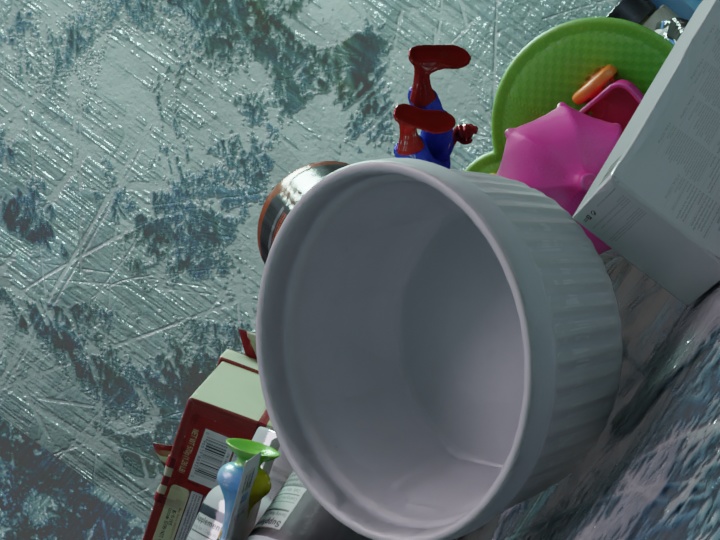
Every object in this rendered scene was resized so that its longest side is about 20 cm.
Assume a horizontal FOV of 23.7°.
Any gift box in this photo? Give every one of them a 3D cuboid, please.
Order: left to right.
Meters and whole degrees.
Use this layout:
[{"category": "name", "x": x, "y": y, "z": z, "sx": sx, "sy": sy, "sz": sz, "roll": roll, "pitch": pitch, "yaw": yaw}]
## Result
[{"category": "gift box", "x": -0.091, "y": 0.171, "z": 1.498, "sx": 0.187, "sy": 0.199, "sz": 0.185, "roll": -49, "pitch": -17, "yaw": -77}]

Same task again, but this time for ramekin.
[{"category": "ramekin", "x": 0.047, "y": 0.039, "z": 0.921, "sx": 0.105, "sy": 0.201, "sz": 0.200, "roll": -6, "pitch": -37, "yaw": -46}]

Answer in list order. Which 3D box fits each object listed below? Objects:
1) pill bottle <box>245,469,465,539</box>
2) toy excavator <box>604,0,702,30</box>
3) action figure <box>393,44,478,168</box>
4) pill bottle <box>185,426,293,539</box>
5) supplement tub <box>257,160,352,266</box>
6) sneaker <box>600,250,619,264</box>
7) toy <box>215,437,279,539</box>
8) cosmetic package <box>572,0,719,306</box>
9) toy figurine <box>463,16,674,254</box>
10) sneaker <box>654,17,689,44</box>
[{"category": "pill bottle", "x": -0.004, "y": 0.169, "z": 1.064, "sx": 0.200, "sy": 0.116, "sz": 0.116, "roll": -55, "pitch": 2, "yaw": -24}, {"category": "toy excavator", "x": 0.280, "y": -0.214, "z": 1.451, "sx": 0.195, "sy": 0.100, "sz": 0.200, "roll": -51, "pitch": -6, "yaw": 39}, {"category": "action figure", "x": 0.045, "y": -0.059, "z": 1.018, "sx": 0.200, "sy": 0.051, "sz": 0.066, "roll": 91, "pitch": -173, "yaw": -68}, {"category": "pill bottle", "x": -0.079, "y": 0.228, "z": 1.300, "sx": 0.201, "sy": 0.119, "sz": 0.120, "roll": -65, "pitch": 3, "yaw": -9}, {"category": "supplement tub", "x": 0.000, "y": 0.000, "z": 1.177, "sx": 0.107, "sy": 0.107, "sz": 0.200, "roll": -54, "pitch": 25, "yaw": 6}, {"category": "sneaker", "x": 0.154, "y": -0.028, "z": 1.227, "sx": 0.074, "sy": 0.100, "sz": 0.201, "roll": -10, "pitch": -42, "yaw": -20}, {"category": "toy", "x": -0.103, "y": 0.201, "z": 1.095, "sx": 0.115, "sy": 0.047, "sz": 0.201, "roll": -23, "pitch": -47, "yaw": -81}, {"category": "cosmetic package", "x": 0.198, "y": -0.080, "z": 0.959, "sx": 0.200, "sy": 0.082, "sz": 0.051, "roll": -55, "pitch": 1, "yaw": -36}, {"category": "toy figurine", "x": 0.114, "y": -0.051, "z": 1.066, "sx": 0.200, "sy": 0.150, "sz": 0.184, "roll": -40, "pitch": 2, "yaw": 26}, {"category": "sneaker", "x": 0.249, "y": -0.142, "z": 1.267, "sx": 0.200, "sy": 0.075, "sz": 0.078, "roll": -44, "pitch": -28, "yaw": -83}]
